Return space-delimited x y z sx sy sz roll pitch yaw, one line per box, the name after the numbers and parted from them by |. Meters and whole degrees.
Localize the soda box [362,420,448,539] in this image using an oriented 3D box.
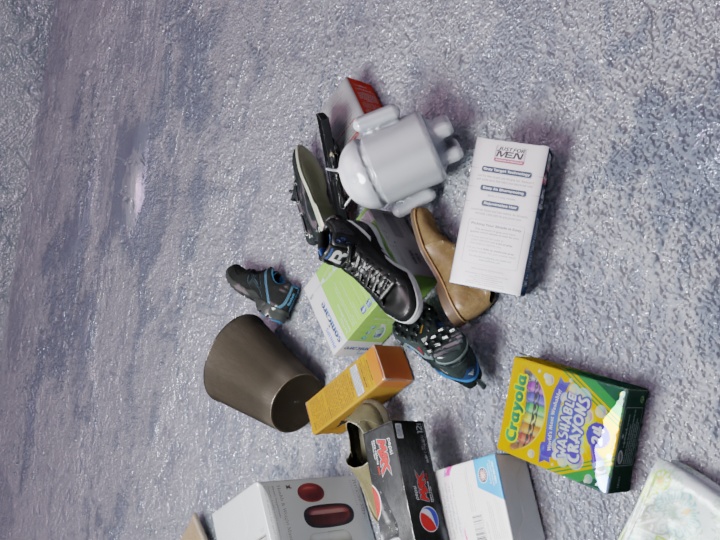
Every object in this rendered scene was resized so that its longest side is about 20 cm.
0.063 0.310 1.080 0.071 0.063 0.200 -34 56 41 | soda box

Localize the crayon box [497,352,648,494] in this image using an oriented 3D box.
0.249 0.185 0.996 0.200 0.052 0.126 13 93 50 | crayon box

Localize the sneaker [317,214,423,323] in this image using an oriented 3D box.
0.000 0.000 1.142 0.073 0.112 0.200 -57 48 26 | sneaker

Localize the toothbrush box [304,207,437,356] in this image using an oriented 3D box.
0.012 0.022 1.274 0.200 0.086 0.146 -51 50 30 | toothbrush box

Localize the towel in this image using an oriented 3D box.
0.366 0.320 0.838 0.200 0.048 0.172 34 110 47 | towel

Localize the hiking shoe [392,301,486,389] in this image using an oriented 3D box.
0.108 0.112 1.155 0.074 0.087 0.200 -37 24 -4 | hiking shoe

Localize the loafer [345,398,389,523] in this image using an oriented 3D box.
0.015 0.300 1.214 0.076 0.067 0.200 -12 91 49 | loafer

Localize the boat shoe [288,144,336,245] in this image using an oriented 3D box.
-0.096 -0.134 1.439 0.066 0.074 0.200 -32 69 29 | boat shoe

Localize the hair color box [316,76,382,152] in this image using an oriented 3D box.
0.002 -0.221 1.347 0.102 0.061 0.200 -46 51 35 | hair color box

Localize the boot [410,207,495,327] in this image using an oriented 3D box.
0.135 -0.019 1.165 0.075 0.074 0.200 -33 62 20 | boot

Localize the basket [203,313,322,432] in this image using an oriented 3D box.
-0.172 0.199 1.432 0.200 0.136 0.181 27 99 45 | basket

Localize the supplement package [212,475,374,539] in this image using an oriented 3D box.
-0.096 0.441 1.243 0.147 0.200 0.192 -41 55 37 | supplement package

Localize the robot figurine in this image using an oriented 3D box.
0.052 -0.163 1.194 0.200 0.170 0.113 -22 18 8 | robot figurine

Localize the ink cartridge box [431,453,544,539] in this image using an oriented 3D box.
0.142 0.328 1.083 0.200 0.068 0.115 -31 60 43 | ink cartridge box

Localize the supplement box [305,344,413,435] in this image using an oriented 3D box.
-0.006 0.197 1.283 0.200 0.066 0.069 -45 52 35 | supplement box

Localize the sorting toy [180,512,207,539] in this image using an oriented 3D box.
-0.333 0.629 1.624 0.185 0.036 0.200 53 127 40 | sorting toy

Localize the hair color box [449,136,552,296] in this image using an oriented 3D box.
0.191 -0.072 1.070 0.100 0.061 0.200 12 92 18 | hair color box

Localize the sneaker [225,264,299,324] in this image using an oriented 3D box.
-0.187 0.028 1.535 0.200 0.073 0.082 33 93 41 | sneaker

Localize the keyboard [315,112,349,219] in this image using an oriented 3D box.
-0.041 -0.160 1.325 0.127 0.021 0.200 -115 12 -64 | keyboard
